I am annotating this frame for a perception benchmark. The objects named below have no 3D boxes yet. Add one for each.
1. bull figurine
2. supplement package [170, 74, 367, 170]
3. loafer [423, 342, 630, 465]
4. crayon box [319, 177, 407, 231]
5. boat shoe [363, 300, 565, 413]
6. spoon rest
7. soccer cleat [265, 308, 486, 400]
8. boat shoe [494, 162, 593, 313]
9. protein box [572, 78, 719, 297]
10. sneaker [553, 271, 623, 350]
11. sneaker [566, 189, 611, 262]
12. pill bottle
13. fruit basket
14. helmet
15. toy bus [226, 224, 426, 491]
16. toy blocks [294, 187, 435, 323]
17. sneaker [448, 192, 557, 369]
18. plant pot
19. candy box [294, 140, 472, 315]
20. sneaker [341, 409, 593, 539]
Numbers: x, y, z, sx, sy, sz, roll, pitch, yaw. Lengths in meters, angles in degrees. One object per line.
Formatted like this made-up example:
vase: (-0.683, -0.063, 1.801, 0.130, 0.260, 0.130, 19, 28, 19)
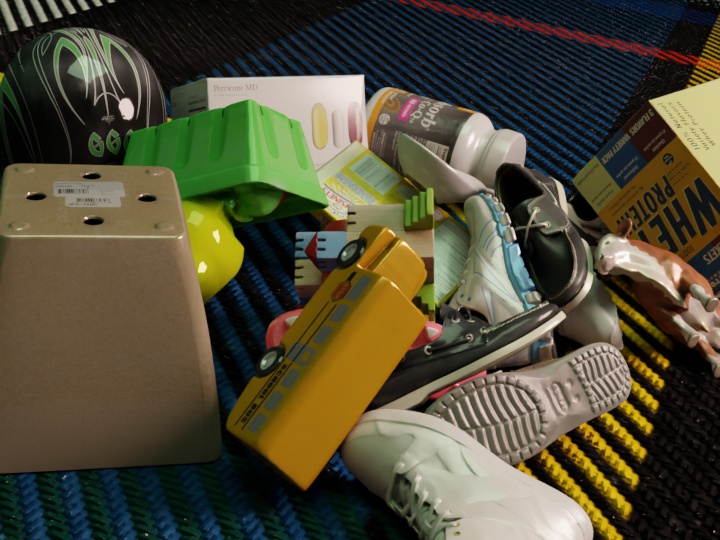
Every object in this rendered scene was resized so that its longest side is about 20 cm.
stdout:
bull figurine: (0.303, 0.030, 1.000, 0.199, 0.065, 0.122, 29, 18, -39)
supplement package: (-0.111, -0.171, 1.255, 0.197, 0.113, 0.155, -7, 7, -25)
loafer: (0.133, 0.118, 0.873, 0.197, 0.076, 0.070, -13, -12, -22)
crayon box: (0.018, -0.060, 1.193, 0.123, 0.052, 0.201, 3, 27, -10)
boat shoe: (0.071, 0.061, 0.862, 0.197, 0.067, 0.075, -28, -10, 1)
spoon rest: (0.104, -0.088, 1.132, 0.099, 0.061, 0.200, 39, -3, 41)
soccer cleat: (0.013, 0.072, 0.927, 0.196, 0.068, 0.076, 9, -2, -10)
boat shoe: (0.173, -0.035, 1.026, 0.067, 0.072, 0.202, 32, 29, -28)
protein box: (0.382, -0.085, 1.159, 0.198, 0.135, 0.200, -21, 69, -44)
sneaker: (0.193, 0.029, 1.062, 0.079, 0.077, 0.200, -20, 33, -13)
sneaker: (0.288, -0.058, 1.222, 0.198, 0.089, 0.075, -11, 30, -36)
pill bottle: (0.102, -0.153, 1.326, 0.197, 0.118, 0.116, 19, 29, 23)
fruit basket: (-0.148, -0.050, 1.040, 0.214, 0.219, 0.155, 25, 6, 32)
helmet: (-0.303, -0.168, 1.144, 0.196, 0.194, 0.200, -7, 4, 1)
toy bus: (-0.017, 0.062, 0.802, 0.201, 0.065, 0.078, -53, 29, -14)
toy blocks: (0.000, 0.000, 0.944, 0.134, 0.201, 0.102, -1, 64, 4)
sneaker: (0.120, 0.009, 1.015, 0.085, 0.075, 0.202, -16, 52, 1)
plant pot: (-0.213, 0.023, 0.829, 0.196, 0.180, 0.201, 0, 28, -15)
candy box: (0.034, -0.047, 1.089, 0.199, 0.027, 0.102, 41, 59, 16)
sneaker: (0.054, 0.169, 0.729, 0.197, 0.075, 0.115, 21, 26, 22)
